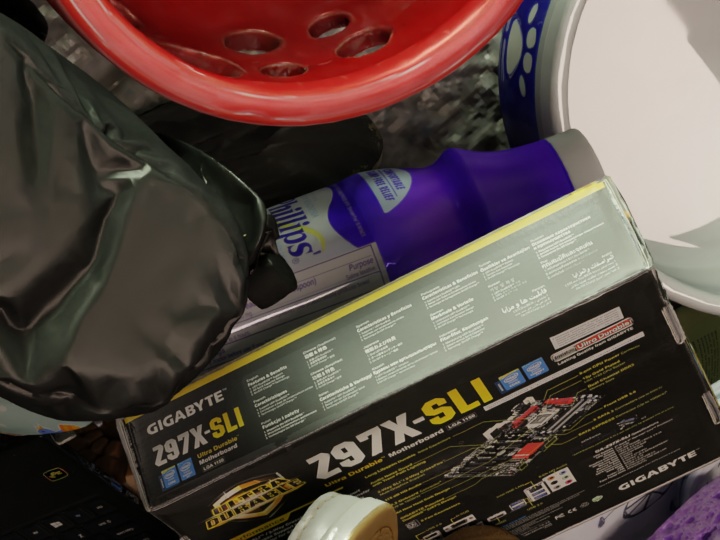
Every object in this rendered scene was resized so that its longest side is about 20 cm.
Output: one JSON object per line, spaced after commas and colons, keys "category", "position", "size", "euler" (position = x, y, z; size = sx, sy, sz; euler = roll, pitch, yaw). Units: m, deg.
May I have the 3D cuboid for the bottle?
{"category": "bottle", "position": [0.000, 0.000, 0.801], "size": [0.200, 0.084, 0.065], "euler": [-20, 114, -4]}

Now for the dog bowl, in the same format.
{"category": "dog bowl", "position": [0.163, -0.084, 0.885], "size": [0.200, 0.079, 0.201], "euler": [-3, 102, -15]}

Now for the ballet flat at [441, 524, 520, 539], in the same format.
{"category": "ballet flat", "position": [0.013, 0.183, 0.754], "size": [0.068, 0.072, 0.200], "euler": [30, 79, 7]}

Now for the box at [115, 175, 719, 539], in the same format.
{"category": "box", "position": [0.032, 0.062, 0.783], "size": [0.200, 0.049, 0.160], "euler": [-27, 144, 7]}

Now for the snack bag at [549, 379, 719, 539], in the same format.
{"category": "snack bag", "position": [0.152, 0.095, 0.944], "size": [0.200, 0.021, 0.189], "euler": [-30, 156, -11]}

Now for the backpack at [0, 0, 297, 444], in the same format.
{"category": "backpack", "position": [-0.132, -0.018, 0.702], "size": [0.167, 0.200, 0.127], "euler": [46, 78, -15]}

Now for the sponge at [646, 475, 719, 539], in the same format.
{"category": "sponge", "position": [0.169, 0.175, 0.996], "size": [0.112, 0.030, 0.200], "euler": [-45, 145, 1]}

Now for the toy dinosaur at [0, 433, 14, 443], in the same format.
{"category": "toy dinosaur", "position": [-0.196, 0.076, 0.820], "size": [0.199, 0.077, 0.102], "euler": [-5, 129, -13]}

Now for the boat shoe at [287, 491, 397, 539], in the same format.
{"category": "boat shoe", "position": [-0.049, 0.152, 0.762], "size": [0.071, 0.069, 0.200], "euler": [-25, 145, -54]}

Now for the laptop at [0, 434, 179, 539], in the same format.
{"category": "laptop", "position": [-0.141, 0.175, 0.830], "size": [0.177, 0.103, 0.200], "euler": [-23, 140, 18]}

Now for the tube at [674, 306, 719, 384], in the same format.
{"category": "tube", "position": [0.124, 0.058, 0.944], "size": [0.200, 0.052, 0.058], "euler": [-19, 158, -41]}

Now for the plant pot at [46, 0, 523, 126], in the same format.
{"category": "plant pot", "position": [-0.047, -0.169, 0.723], "size": [0.200, 0.182, 0.201], "euler": [-9, 113, -21]}

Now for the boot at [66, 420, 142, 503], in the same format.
{"category": "boot", "position": [-0.017, 0.067, 0.866], "size": [0.200, 0.075, 0.107], "euler": [-19, 136, -1]}

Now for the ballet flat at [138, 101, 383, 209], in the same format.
{"category": "ballet flat", "position": [-0.086, -0.028, 0.850], "size": [0.200, 0.067, 0.057], "euler": [-17, 156, -14]}
